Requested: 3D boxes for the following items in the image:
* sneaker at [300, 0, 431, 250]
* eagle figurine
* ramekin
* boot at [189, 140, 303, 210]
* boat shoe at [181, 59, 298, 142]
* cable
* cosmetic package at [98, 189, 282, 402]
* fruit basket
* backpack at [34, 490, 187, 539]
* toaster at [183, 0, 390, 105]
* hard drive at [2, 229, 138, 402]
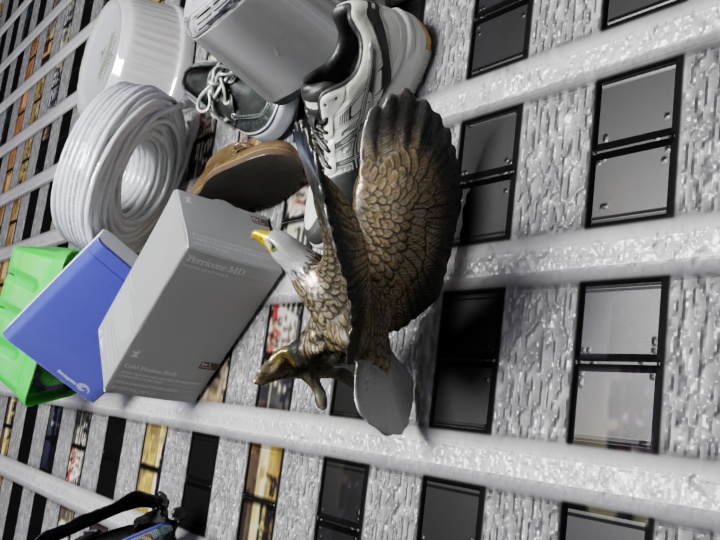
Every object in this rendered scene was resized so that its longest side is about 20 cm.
[{"bbox_3d":[-0.020,-0.118,0.706,0.075,0.086,0.203,33,107,52],"label":"sneaker"},{"bbox_3d":[-0.007,-0.003,0.588,0.153,0.148,0.202,-103,35,-50],"label":"eagle figurine"},{"bbox_3d":[-0.304,-0.266,1.161,0.201,0.093,0.207,-26,57,49],"label":"ramekin"},{"bbox_3d":[-0.117,-0.101,0.861,0.199,0.073,0.077,-18,53,54],"label":"boot"},{"bbox_3d":[-0.131,-0.185,0.906,0.199,0.067,0.075,37,108,53],"label":"boat shoe"},{"bbox_3d":[-0.266,-0.111,0.983,0.068,0.200,0.204,21,102,12],"label":"cable"},{"bbox_3d":[-0.170,0.030,0.854,0.201,0.105,0.091,-53,40,33],"label":"cosmetic package"},{"bbox_3d":[-0.361,0.076,1.118,0.211,0.155,0.221,0,91,13],"label":"fruit basket"},{"bbox_3d":[-0.269,0.316,0.820,0.199,0.188,0.157,-36,66,43],"label":"backpack"},{"bbox_3d":[-0.061,-0.239,0.751,0.198,0.128,0.116,-22,52,43],"label":"toaster"},{"bbox_3d":[-0.289,0.056,0.968,0.199,0.132,0.026,-37,23,30],"label":"hard drive"}]
